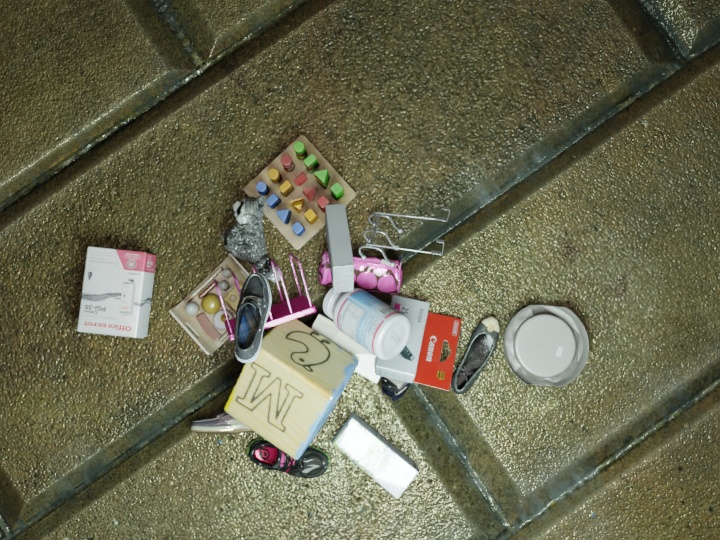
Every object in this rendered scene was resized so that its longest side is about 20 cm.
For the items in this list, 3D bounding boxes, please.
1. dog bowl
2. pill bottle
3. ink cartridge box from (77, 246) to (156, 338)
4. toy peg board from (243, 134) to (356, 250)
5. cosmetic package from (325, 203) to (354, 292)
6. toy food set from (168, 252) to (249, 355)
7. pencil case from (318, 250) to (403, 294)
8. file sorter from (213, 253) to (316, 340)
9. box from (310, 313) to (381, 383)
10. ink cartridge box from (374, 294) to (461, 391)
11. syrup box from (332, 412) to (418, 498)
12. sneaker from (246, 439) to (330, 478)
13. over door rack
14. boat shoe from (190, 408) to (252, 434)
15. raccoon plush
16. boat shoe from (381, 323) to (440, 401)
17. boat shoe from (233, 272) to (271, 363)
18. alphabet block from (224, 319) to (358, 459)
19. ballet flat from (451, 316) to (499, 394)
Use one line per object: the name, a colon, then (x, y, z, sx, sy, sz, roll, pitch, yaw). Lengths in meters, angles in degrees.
dog bowl: (0.430, 0.176, 1.677, 0.197, 0.059, 0.203, 0, 87, 0)
pill bottle: (0.009, 0.108, 1.590, 0.199, 0.109, 0.109, 31, 86, 39)
ink cartridge box: (-0.571, 0.053, 1.677, 0.145, 0.083, 0.203, 6, 86, 0)
toy peg board: (-0.147, -0.192, 1.683, 0.199, 0.098, 0.200, -42, 87, -2)
cosmetic package: (-0.049, -0.053, 1.601, 0.050, 0.083, 0.201, -3, 45, -7)
toy food set: (-0.333, 0.078, 1.685, 0.200, 0.060, 0.144, -44, 87, -2)
pencil case: (0.000, 0.000, 1.672, 0.197, 0.094, 0.092, 5, 68, 0)
file sorter: (-0.221, 0.053, 1.606, 0.198, 0.139, 0.127, -18, 103, -12)
box: (-0.029, 0.181, 1.673, 0.199, 0.068, 0.083, 30, 88, 2)
ink cartridge box: (0.136, 0.164, 1.632, 0.171, 0.044, 0.202, 11, 54, 7)
syrup box: (0.035, 0.427, 1.651, 0.199, 0.081, 0.079, 39, 89, 2)
sneaker: (-0.169, 0.442, 1.650, 0.197, 0.084, 0.078, 7, 87, 1)
over door rack: (0.106, -0.076, 1.644, 0.197, 0.148, 0.067, -2, 127, 14)
boat shoe: (-0.298, 0.347, 1.667, 0.197, 0.072, 0.066, -5, 74, 3)
raccoon plush: (-0.229, -0.085, 1.673, 0.199, 0.097, 0.134, 37, 110, -24)
boat shoe: (0.114, 0.217, 1.676, 0.074, 0.093, 0.200, 35, 59, 20)
boat shoe: (-0.227, 0.087, 1.464, 0.069, 0.066, 0.202, 8, 62, 2)
alphabet block: (-0.150, 0.254, 1.574, 0.199, 0.195, 0.198, 31, 113, 6)
ballet flat: (0.276, 0.202, 1.676, 0.066, 0.057, 0.202, 26, 87, 1)
